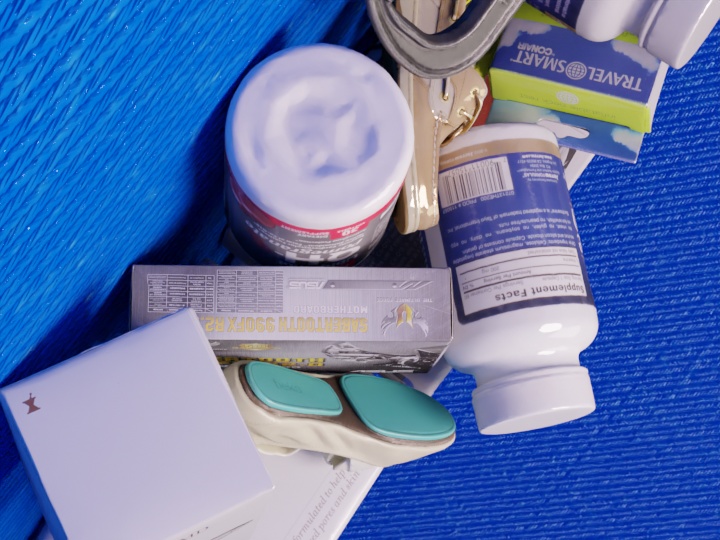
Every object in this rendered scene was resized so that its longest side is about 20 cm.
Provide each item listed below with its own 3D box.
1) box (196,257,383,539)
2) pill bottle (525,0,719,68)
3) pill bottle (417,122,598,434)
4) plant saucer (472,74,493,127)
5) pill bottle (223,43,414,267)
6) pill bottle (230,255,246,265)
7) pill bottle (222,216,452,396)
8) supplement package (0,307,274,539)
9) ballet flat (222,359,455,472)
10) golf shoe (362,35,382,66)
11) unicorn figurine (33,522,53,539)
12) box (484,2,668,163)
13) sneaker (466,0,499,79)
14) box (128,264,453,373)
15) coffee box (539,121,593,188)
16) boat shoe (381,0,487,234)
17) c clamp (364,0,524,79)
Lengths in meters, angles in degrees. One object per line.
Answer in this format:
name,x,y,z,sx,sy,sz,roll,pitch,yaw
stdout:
box,-0.098,0.137,1.111,0.199,0.200,0.131,-54,177,-21
pill bottle,0.156,-0.227,1.026,0.120,0.200,0.120,-51,167,-17
pill bottle,0.103,0.007,1.050,0.111,0.201,0.111,-10,166,-3
plant saucer,0.083,-0.161,1.252,0.200,0.037,0.200,-120,-134,-58
pill bottle,-0.031,-0.056,0.949,0.111,0.111,0.200,-54,176,-14
pill bottle,-0.068,0.042,1.323,0.113,0.112,0.200,-54,176,-20
pill bottle,0.000,0.000,1.155,0.114,0.200,0.114,-53,176,-5
supplement package,-0.133,0.121,0.896,0.117,0.118,0.200,-23,166,-15
ballet flat,-0.023,0.103,1.023,0.069,0.200,0.070,-21,-119,44
golf shoe,0.011,-0.142,1.178,0.088,0.077,0.200,-24,-164,18
unicorn figurine,-0.235,0.222,1.229,0.137,0.074,0.201,-14,126,-70
box,0.173,-0.186,1.103,0.048,0.121,0.201,69,39,-64
sneaker,0.075,-0.221,1.126,0.074,0.085,0.201,-10,-129,36
box,-0.045,0.034,0.986,0.158,0.199,0.049,110,-19,-79
coffee box,0.115,-0.130,1.463,0.198,0.200,0.200,-56,176,25
boat shoe,0.051,-0.123,1.001,0.074,0.069,0.201,129,-39,-77
c clamp,0.061,-0.209,0.859,0.171,0.027,0.200,19,107,-49
